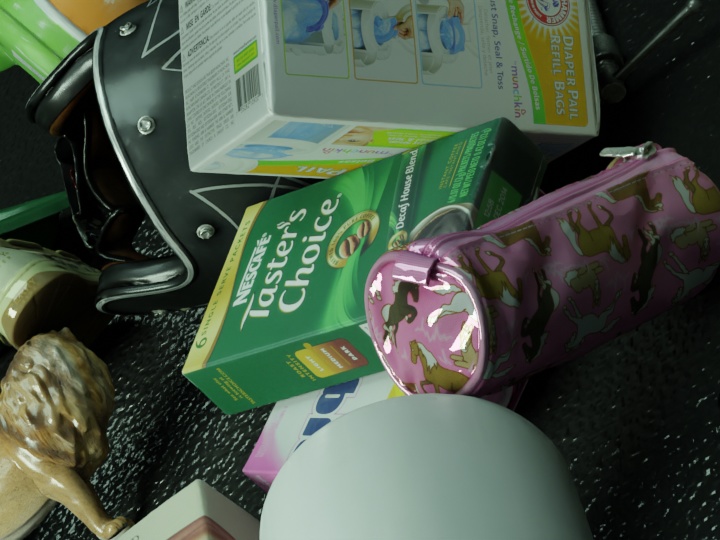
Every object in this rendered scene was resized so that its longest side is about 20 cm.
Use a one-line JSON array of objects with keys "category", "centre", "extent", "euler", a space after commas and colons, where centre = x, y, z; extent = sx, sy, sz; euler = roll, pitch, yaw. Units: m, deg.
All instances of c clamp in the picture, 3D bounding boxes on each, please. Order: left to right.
[{"category": "c clamp", "centre": [0.115, -0.142, 1.738], "extent": [0.171, 0.027, 0.200], "euler": [-44, 33, 18]}]

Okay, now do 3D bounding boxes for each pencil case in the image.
[{"category": "pencil case", "centre": [0.092, 0.001, 1.455], "extent": [0.199, 0.087, 0.083], "euler": [-24, -7, -41]}]

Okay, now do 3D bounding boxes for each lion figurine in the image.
[{"category": "lion figurine", "centre": [-0.209, 0.137, 1.733], "extent": [0.200, 0.123, 0.072], "euler": [-43, -7, 1]}]

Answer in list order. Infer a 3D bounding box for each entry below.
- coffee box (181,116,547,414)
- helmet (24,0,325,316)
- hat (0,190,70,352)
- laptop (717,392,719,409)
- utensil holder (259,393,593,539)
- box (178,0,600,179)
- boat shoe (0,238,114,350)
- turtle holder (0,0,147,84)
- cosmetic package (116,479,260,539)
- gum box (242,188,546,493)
[{"category": "coffee box", "centre": [0.000, 0.000, 1.570], "extent": [0.199, 0.044, 0.124], "euler": [-17, 42, 44]}, {"category": "helmet", "centre": [-0.089, -0.074, 1.744], "extent": [0.190, 0.199, 0.201], "euler": [-32, 33, 47]}, {"category": "hat", "centre": [-0.249, 0.059, 1.972], "extent": [0.199, 0.177, 0.166], "euler": [-19, 6, -14]}, {"category": "laptop", "centre": [0.276, 0.024, 1.365], "extent": [0.178, 0.103, 0.200], "euler": [-52, 6, -7]}, {"category": "utensil holder", "centre": [0.040, 0.176, 1.345], "extent": [0.170, 0.170, 0.200], "euler": [-37, 30, 18]}, {"category": "box", "centre": [0.015, -0.110, 1.599], "extent": [0.112, 0.199, 0.102], "euler": [-29, 62, 60]}, {"category": "boat shoe", "centre": [-0.196, 0.015, 1.815], "extent": [0.073, 0.063, 0.200], "euler": [-51, -11, -6]}, {"category": "turtle holder", "centre": [-0.179, -0.158, 2.032], "extent": [0.141, 0.186, 0.132], "euler": [38, 87, 27]}, {"category": "cosmetic package", "centre": [-0.080, 0.217, 1.523], "extent": [0.103, 0.087, 0.200], "euler": [-40, 32, 17]}, {"category": "gum box", "centre": [0.029, 0.051, 1.586], "extent": [0.113, 0.066, 0.201], "euler": [-3, 53, 51]}]
